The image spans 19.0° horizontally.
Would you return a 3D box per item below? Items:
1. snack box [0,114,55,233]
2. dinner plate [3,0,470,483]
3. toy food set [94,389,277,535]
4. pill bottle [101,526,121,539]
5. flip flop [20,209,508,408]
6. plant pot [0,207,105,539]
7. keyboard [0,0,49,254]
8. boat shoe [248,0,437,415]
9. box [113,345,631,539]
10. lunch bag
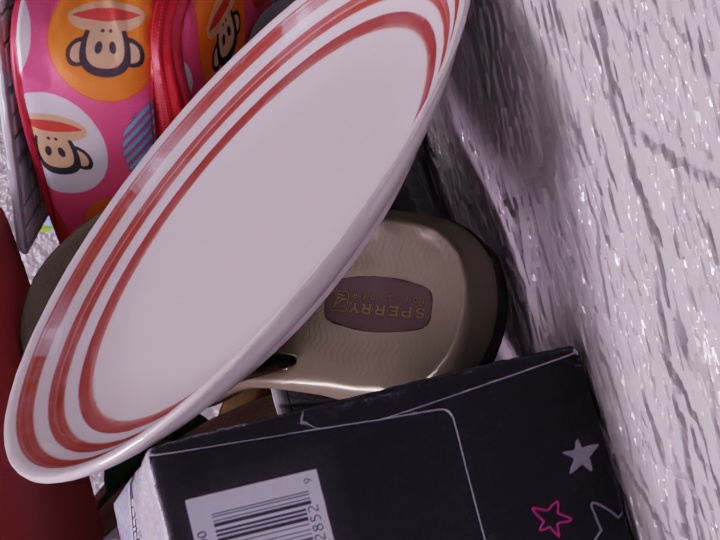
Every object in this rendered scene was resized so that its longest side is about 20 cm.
[{"bbox_3d":[-0.111,-0.134,0.967,0.142,0.053,0.201,86,-166,-62],"label":"snack box"},{"bbox_3d":[-0.033,-0.017,0.635,0.024,0.200,0.200,38,-171,-22],"label":"dinner plate"},{"bbox_3d":[-0.056,0.123,0.938,0.049,0.197,0.201,47,155,38],"label":"toy food set"},{"bbox_3d":[-0.077,0.155,0.704,0.114,0.200,0.114,39,154,24],"label":"pill bottle"},{"bbox_3d":[-0.043,0.012,0.715,0.199,0.057,0.082,3,89,39],"label":"flip flop"},{"bbox_3d":[-0.184,0.096,0.803,0.178,0.199,0.200,63,174,-4],"label":"plant pot"},{"bbox_3d":[-0.124,-0.106,0.769,0.056,0.011,0.201,-85,-6,-60],"label":"keyboard"},{"bbox_3d":[-0.002,0.000,0.783,0.065,0.074,0.203,77,-179,-72],"label":"boat shoe"},{"bbox_3d":[0.014,0.141,0.612,0.115,0.131,0.201,129,128,-73],"label":"box"},{"bbox_3d":[-0.069,-0.085,0.854,0.201,0.081,0.177,-74,-16,-45],"label":"lunch bag"}]
